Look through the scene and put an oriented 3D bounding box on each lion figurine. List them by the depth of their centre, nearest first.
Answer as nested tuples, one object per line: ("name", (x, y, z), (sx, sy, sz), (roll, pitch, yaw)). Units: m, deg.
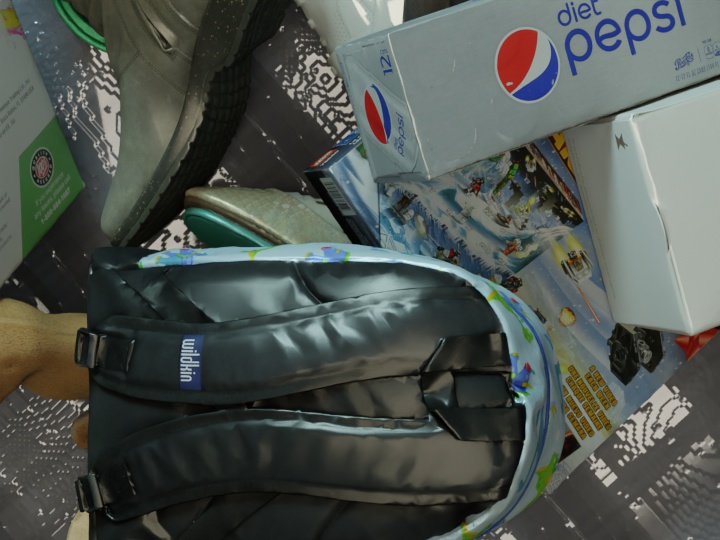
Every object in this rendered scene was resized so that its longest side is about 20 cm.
("lion figurine", (-0.152, 0.041, 0.802), (0.122, 0.199, 0.073), (-38, 71, 36))

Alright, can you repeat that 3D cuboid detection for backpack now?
("backpack", (-0.010, 0.060, 0.706), (0.198, 0.153, 0.165), (-12, 76, 30))

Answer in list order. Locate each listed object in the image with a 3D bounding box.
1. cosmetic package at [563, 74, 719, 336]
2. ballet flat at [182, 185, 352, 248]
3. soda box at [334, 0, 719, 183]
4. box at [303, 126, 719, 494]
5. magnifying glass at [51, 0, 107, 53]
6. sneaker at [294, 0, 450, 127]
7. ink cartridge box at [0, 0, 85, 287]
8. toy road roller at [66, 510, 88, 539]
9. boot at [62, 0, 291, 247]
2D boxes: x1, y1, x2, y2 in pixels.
("cosmetic package", (0.211, -0.051, 0.774), (0.198, 0.085, 0.109), (-17, 97, -15))
("ballet flat", (0.000, 0.000, 0.842), (0.199, 0.067, 0.063), (33, 70, -5))
("soda box", (0.093, -0.103, 0.744), (0.198, 0.063, 0.069), (-21, 100, -21))
("box", (0.081, -0.010, 0.797), (0.137, 0.040, 0.201), (-39, 105, -17))
("magnifying glass", (-0.156, -0.205, 0.842), (0.079, 0.022, 0.201), (-32, 95, 6))
("sneaker", (-0.018, -0.149, 0.823), (0.114, 0.074, 0.203), (4, 109, 24))
("ink cartridge box", (-0.225, -0.087, 0.747), (0.086, 0.146, 0.202), (-2, 122, 22))
("toy road roller", (-0.041, 0.115, 0.821), (0.197, 0.123, 0.148), (10, 85, 1))
("boot", (-0.118, -0.119, 0.814), (0.130, 0.068, 0.201), (34, 120, 9))
